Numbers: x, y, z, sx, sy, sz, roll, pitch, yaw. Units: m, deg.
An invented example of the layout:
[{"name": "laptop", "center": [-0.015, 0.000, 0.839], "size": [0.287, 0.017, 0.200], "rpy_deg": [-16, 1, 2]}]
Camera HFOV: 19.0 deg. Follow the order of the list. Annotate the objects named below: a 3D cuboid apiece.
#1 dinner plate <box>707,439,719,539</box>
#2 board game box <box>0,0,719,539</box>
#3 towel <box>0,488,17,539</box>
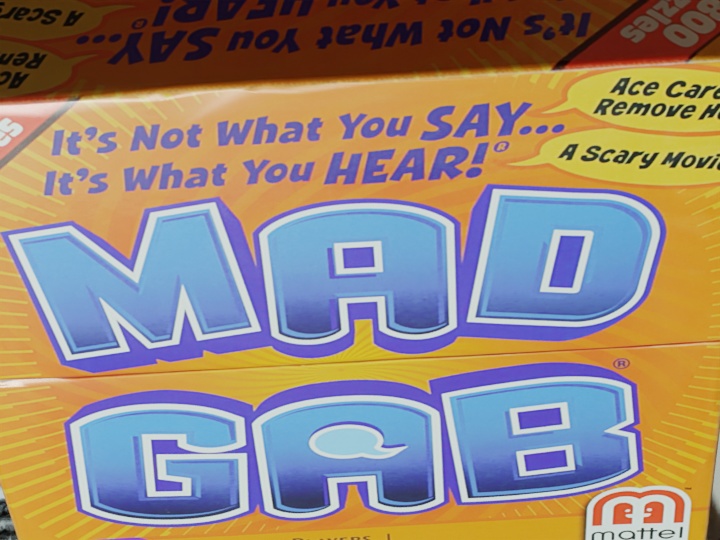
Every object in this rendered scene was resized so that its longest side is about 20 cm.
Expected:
[{"name": "dinner plate", "center": [0.133, 0.083, 0.806], "size": [0.200, 0.024, 0.200], "rpy_deg": [159, 90, -84]}, {"name": "board game box", "center": [-0.006, -0.050, 0.619], "size": [0.200, 0.200, 0.200], "rpy_deg": [-3, 138, 1]}, {"name": "towel", "center": [-0.086, 0.131, 1.039], "size": [0.166, 0.086, 0.200], "rpy_deg": [17, 161, -39]}]
